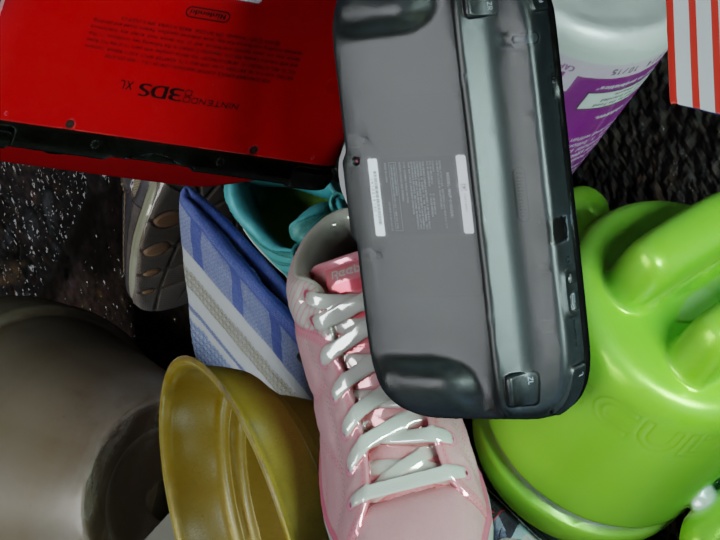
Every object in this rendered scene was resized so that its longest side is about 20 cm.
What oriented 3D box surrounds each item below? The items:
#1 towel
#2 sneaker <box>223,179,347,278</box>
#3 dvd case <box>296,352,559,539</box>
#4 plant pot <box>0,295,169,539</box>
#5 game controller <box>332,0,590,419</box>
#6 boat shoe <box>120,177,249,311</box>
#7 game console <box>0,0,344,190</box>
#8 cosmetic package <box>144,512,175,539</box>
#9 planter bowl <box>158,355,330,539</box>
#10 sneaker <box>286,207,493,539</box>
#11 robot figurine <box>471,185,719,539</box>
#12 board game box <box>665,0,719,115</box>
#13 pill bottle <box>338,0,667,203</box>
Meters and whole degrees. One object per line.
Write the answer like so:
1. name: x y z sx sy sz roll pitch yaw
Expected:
1. towel: -0.048 0.060 1.619 0.147 0.024 0.200 47 156 32
2. sneaker: 0.000 0.000 1.493 0.200 0.080 0.078 30 85 44
3. dvd case: 0.064 0.116 1.448 0.200 0.022 0.146 41 -179 36
4. plant pot: -0.158 0.120 1.696 0.173 0.200 0.200 7 111 52
5. game controller: 0.041 -0.034 1.261 0.104 0.042 0.200 1 102 39
6. boat shoe: -0.094 -0.070 1.639 0.073 0.074 0.200 53 136 44
7. game console: -0.111 -0.103 1.419 0.119 0.200 0.173 47 123 49
8. cosmetic package: -0.015 0.192 1.578 0.200 0.087 0.103 28 157 37
9. planter bowl: -0.026 0.129 1.464 0.200 0.083 0.201 165 90 -70
10. sneaker: 0.008 0.054 1.336 0.200 0.075 0.105 -100 -5 -46
11. robot figurine: 0.121 0.048 1.331 0.176 0.116 0.200 48 142 13
12. board game box: 0.230 -0.087 1.035 0.151 0.200 0.046 20 120 49
13. pill bottle: 0.063 -0.091 1.354 0.112 0.112 0.200 59 144 19
